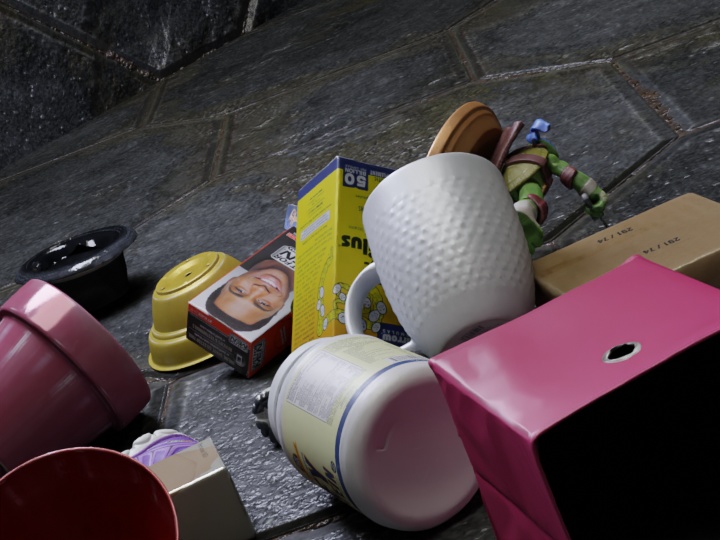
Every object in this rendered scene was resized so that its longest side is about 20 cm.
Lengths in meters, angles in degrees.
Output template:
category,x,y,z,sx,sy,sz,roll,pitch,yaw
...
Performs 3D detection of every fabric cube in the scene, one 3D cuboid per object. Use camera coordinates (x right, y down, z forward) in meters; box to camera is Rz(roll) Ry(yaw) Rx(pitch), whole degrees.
category,x,y,z,sx,sy,sz,roll,pitch,yaw
fabric cube,0.195,0.129,1.131,0.195,0.201,0.199,-26,18,-10

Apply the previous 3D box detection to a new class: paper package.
category,x,y,z,sx,sy,sz,roll,pitch,yaw
paper package,0.281,0.021,1.495,0.199,0.104,0.191,-25,17,-7

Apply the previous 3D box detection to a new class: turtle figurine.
category,x,y,z,sx,sy,sz,roll,pitch,yaw
turtle figurine,0.195,-0.049,1.735,0.143,0.201,0.194,13,32,21

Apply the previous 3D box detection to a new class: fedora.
category,x,y,z,sx,sy,sz,roll,pitch,yaw
fedora,-0.405,0.009,2.317,0.199,0.092,0.201,-19,18,7

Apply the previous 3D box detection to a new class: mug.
category,x,y,z,sx,sy,sz,roll,pitch,yaw
mug,0.072,0.013,1.514,0.199,0.148,0.176,-30,53,17

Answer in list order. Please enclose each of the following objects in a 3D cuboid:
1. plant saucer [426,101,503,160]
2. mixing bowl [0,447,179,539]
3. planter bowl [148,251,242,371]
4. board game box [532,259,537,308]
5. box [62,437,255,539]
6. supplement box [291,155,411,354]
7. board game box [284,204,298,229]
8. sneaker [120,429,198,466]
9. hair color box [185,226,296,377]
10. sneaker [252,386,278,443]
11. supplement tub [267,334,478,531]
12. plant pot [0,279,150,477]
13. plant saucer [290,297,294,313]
category,x,y,z,sx,sy,sz,roll,pitch,yaw
plant saucer,0.117,-0.087,1.765,0.037,0.201,0.200,19,36,23
mixing bowl,-0.233,0.262,1.327,0.198,0.109,0.201,-7,52,9
planter bowl,-0.200,0.034,1.991,0.199,0.084,0.201,-25,21,11
board game box,0.162,0.031,1.717,0.199,0.029,0.135,-12,21,28
box,-0.207,0.242,1.459,0.199,0.078,0.095,-25,18,-10
supplement box,0.000,0.000,1.646,0.108,0.202,0.109,10,-21,-23
board game box,0.000,-0.047,1.989,0.135,0.035,0.200,10,3,-23
sneaker,-0.226,0.219,1.553,0.083,0.081,0.200,7,32,45
hair color box,-0.107,0.035,1.892,0.101,0.062,0.200,30,45,22
sneaker,-0.018,0.121,1.602,0.199,0.078,0.080,-10,13,32
supplement tub,0.011,0.137,1.402,0.144,0.146,0.200,-28,19,-20
plant pot,-0.367,0.141,1.779,0.179,0.200,0.199,-46,27,-21
plant saucer,0.011,0.007,1.823,0.199,0.031,0.200,-30,-16,-9
